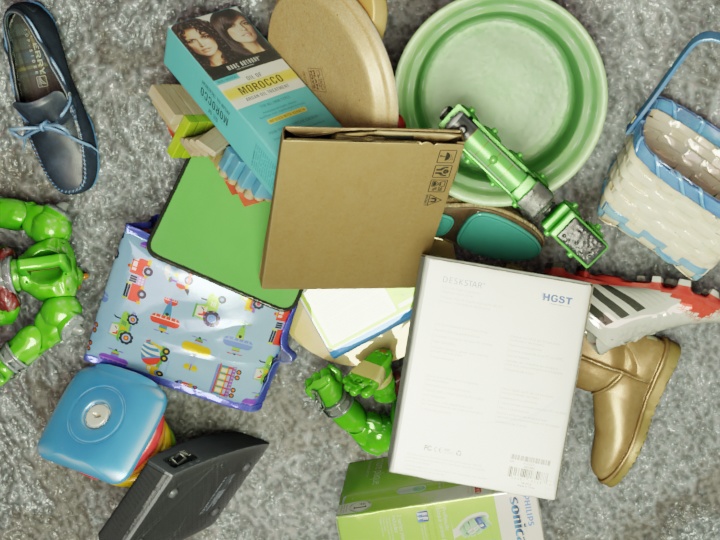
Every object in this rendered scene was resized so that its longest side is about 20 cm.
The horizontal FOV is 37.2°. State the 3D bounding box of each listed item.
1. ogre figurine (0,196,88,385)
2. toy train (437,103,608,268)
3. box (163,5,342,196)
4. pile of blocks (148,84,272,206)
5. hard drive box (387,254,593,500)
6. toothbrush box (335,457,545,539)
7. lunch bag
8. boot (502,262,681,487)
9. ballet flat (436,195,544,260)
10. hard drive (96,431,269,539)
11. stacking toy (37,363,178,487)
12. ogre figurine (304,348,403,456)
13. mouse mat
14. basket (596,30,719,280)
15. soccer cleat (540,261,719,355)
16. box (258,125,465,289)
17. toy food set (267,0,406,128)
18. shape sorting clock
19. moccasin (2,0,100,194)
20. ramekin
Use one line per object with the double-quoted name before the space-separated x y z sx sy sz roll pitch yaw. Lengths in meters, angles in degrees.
"ogre figurine" -0.349 0.011 1.103 0.120 0.098 0.200 -11 59 3
"toy train" 0.148 -0.077 0.975 0.200 0.056 0.042 42 103 -5
"box" -0.100 -0.164 1.018 0.200 0.082 0.049 50 146 22
"pile of blocks" -0.129 -0.101 1.037 0.200 0.082 0.062 37 123 4
"hard drive box" 0.117 0.095 0.990 0.156 0.077 0.200 10 92 0
"toothbrush box" 0.084 0.247 1.105 0.200 0.146 0.086 -9 101 7
"lunch bag" -0.159 0.051 1.100 0.200 0.094 0.151 22 103 6
"boot" 0.207 0.108 1.110 0.200 0.066 0.175 22 91 -1
"ballet flat" 0.095 -0.061 1.067 0.200 0.065 0.071 14 140 -25
"hard drive" -0.182 0.228 1.103 0.042 0.200 0.135 39 104 17
"stacking toy" -0.230 0.191 1.118 0.116 0.200 0.110 13 63 25
"ogre figurine" 0.057 0.127 1.091 0.200 0.098 0.120 -28 127 -12
"mouse mat" -0.104 -0.074 1.075 0.161 0.008 0.200 24 74 -3
"basket" 0.327 -0.106 1.001 0.176 0.139 0.200 36 134 -4
"soccer cleat" 0.263 0.044 1.051 0.200 0.069 0.085 9 90 2
"box" -0.004 -0.052 0.988 0.163 0.021 0.200 0 141 -12
"toy food set" -0.024 -0.188 1.008 0.049 0.198 0.200 -26 100 -29
"shape sorting clock" 0.000 0.000 1.112 0.200 0.039 0.200 1 99 4
"moccasin" -0.328 -0.170 1.089 0.080 0.068 0.200 -18 100 8
"ramekin" 0.132 -0.168 1.036 0.200 0.098 0.200 1 102 5
